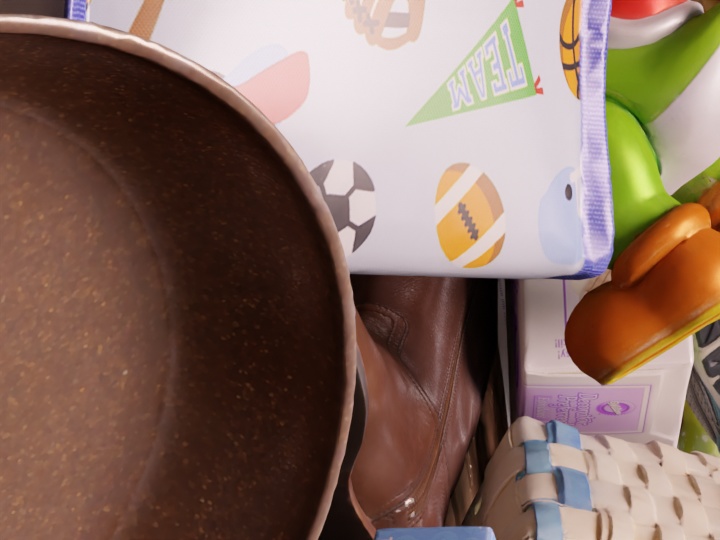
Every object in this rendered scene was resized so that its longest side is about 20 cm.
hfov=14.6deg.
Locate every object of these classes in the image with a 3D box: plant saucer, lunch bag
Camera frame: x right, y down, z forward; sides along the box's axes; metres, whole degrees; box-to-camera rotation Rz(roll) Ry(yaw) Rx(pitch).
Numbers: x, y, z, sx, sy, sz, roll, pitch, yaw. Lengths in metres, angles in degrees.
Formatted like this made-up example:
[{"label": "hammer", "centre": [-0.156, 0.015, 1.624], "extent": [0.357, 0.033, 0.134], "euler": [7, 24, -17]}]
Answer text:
[{"label": "plant saucer", "centre": [-0.092, 0.039, 0.517], "extent": [0.200, 0.037, 0.201], "euler": [-20, 129, -27]}, {"label": "lunch bag", "centre": [-0.033, -0.100, 0.634], "extent": [0.169, 0.123, 0.201], "euler": [1, 91, -45]}]

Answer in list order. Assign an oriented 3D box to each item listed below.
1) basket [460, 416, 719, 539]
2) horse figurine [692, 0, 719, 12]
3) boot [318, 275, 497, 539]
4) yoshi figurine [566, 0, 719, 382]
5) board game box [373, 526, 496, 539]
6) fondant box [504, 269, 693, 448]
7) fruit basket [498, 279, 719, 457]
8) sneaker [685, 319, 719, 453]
[{"label": "basket", "centre": [0.112, 0.141, 0.890], "extent": [0.177, 0.199, 0.139], "euler": [-62, -172, 18]}, {"label": "horse figurine", "centre": [0.145, -0.043, 0.906], "extent": [0.201, 0.050, 0.133], "euler": [64, -6, -14]}, {"label": "boot", "centre": [0.000, 0.000, 0.862], "extent": [0.200, 0.064, 0.187], "euler": [-69, 153, -49]}, {"label": "yoshi figurine", "centre": [0.040, -0.063, 0.833], "extent": [0.201, 0.112, 0.112], "euler": [58, -11, 5]}, {"label": "board game box", "centre": [0.031, 0.189, 0.723], "extent": [0.152, 0.036, 0.201], "euler": [-77, 157, -46]}, {"label": "fondant box", "centre": [0.078, -0.030, 0.977], "extent": [0.144, 0.058, 0.201], "euler": [86, 2, -65]}, {"label": "fruit basket", "centre": [0.107, 0.045, 1.136], "extent": [0.199, 0.093, 0.186], "euler": [-9, 89, -49]}, {"label": "sneaker", "centre": [0.137, 0.021, 1.029], "extent": [0.078, 0.086, 0.201], "euler": [-37, 132, -17]}]
